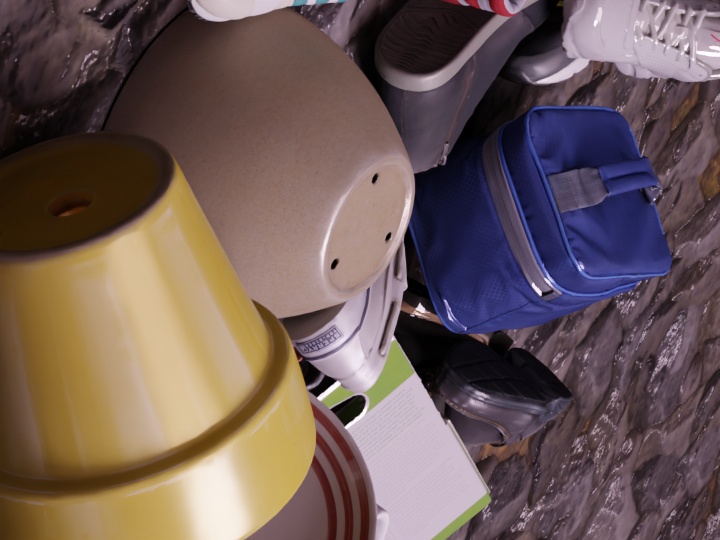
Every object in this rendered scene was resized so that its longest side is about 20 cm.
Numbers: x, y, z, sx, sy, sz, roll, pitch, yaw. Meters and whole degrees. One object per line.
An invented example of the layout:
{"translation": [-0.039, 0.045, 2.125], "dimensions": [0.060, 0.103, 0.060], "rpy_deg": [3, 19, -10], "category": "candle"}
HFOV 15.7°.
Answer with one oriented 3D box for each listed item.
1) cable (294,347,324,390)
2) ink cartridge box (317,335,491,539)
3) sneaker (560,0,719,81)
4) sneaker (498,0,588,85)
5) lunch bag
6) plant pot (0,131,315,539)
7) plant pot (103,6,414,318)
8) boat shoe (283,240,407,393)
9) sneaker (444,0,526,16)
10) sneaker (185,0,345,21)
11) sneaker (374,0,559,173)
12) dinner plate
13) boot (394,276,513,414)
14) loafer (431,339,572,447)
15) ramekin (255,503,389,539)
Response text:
{"translation": [-0.100, 0.069, 1.619], "dimensions": [0.200, 0.097, 0.050], "rpy_deg": [-38, 177, -31], "category": "cable"}
{"translation": [-0.013, 0.129, 1.791], "dimensions": [0.148, 0.076, 0.200], "rpy_deg": [-39, 136, -9], "category": "ink cartridge box"}
{"translation": [0.205, -0.170, 1.773], "dimensions": [0.200, 0.099, 0.078], "rpy_deg": [4, 99, -62], "category": "sneaker"}
{"translation": [0.145, -0.216, 1.829], "dimensions": [0.200, 0.074, 0.085], "rpy_deg": [-59, 148, -30], "category": "sneaker"}
{"translation": [0.136, -0.039, 1.830], "dimensions": [0.200, 0.132, 0.137], "rpy_deg": [-8, 80, -59], "category": "lunch bag"}
{"translation": [-0.139, 0.037, 1.420], "dimensions": [0.201, 0.200, 0.190], "rpy_deg": [-41, 131, -37], "category": "plant pot"}
{"translation": [-0.047, -0.050, 1.551], "dimensions": [0.200, 0.134, 0.201], "rpy_deg": [-42, 146, -36], "category": "plant pot"}
{"translation": [0.000, 0.000, 1.661], "dimensions": [0.066, 0.072, 0.200], "rpy_deg": [51, 23, -26], "category": "boat shoe"}
{"translation": [0.086, -0.257, 1.630], "dimensions": [0.071, 0.112, 0.201], "rpy_deg": [-26, 134, -49], "category": "sneaker"}
{"translation": [-0.026, -0.187, 1.493], "dimensions": [0.200, 0.093, 0.071], "rpy_deg": [-14, 92, -59], "category": "sneaker"}
{"translation": [0.073, -0.156, 1.757], "dimensions": [0.200, 0.075, 0.106], "rpy_deg": [-41, 155, -31], "category": "sneaker"}
{"translation": [-0.089, 0.143, 1.532], "dimensions": [0.200, 0.200, 0.024], "rpy_deg": [-46, 165, -30], "category": "dinner plate"}
{"translation": [0.037, 0.084, 1.885], "dimensions": [0.139, 0.077, 0.200], "rpy_deg": [-59, 152, 0], "category": "boot"}
{"translation": [0.091, 0.098, 1.845], "dimensions": [0.072, 0.073, 0.200], "rpy_deg": [-49, 159, 10], "category": "loafer"}
{"translation": [-0.080, 0.207, 1.629], "dimensions": [0.200, 0.105, 0.200], "rpy_deg": [-54, 168, -17], "category": "ramekin"}
